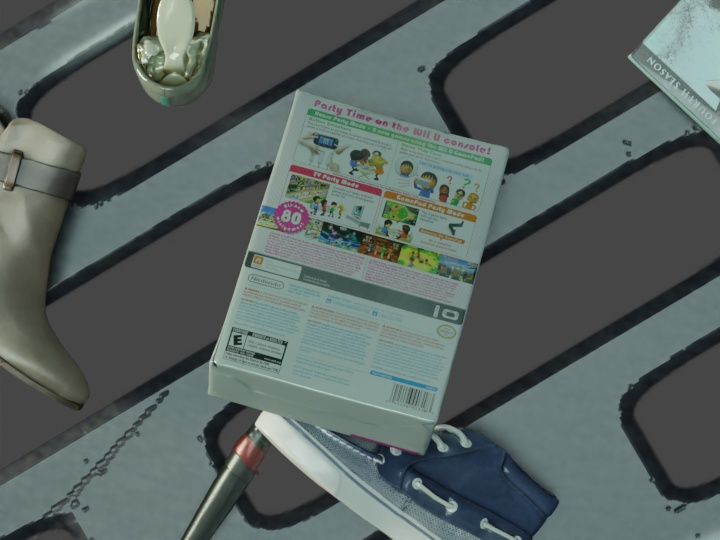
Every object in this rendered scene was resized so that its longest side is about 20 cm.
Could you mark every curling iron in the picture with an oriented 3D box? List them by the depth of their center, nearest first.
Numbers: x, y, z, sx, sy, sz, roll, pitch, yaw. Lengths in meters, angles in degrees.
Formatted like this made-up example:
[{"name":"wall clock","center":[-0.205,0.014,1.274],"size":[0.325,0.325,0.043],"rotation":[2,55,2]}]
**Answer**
[{"name":"curling iron","center":[-0.075,0.119,1.633],"size":[0.025,0.050,0.201],"rotation":[24,98,-21]}]

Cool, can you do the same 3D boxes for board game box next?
[{"name":"board game box","center":[0.000,0.000,1.577],"size":[0.147,0.064,0.201],"rotation":[16,66,3]}]

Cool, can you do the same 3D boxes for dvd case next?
[{"name":"dvd case","center":[0.295,-0.165,1.625],"size":[0.146,0.022,0.200],"rotation":[43,92,2]}]

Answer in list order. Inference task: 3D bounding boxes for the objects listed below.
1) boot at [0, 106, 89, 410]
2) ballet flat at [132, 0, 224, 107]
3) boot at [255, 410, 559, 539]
[{"name":"boot","center":[-0.226,-0.023,1.624],"size":[0.199,0.070,0.147],"rotation":[35,89,2]},{"name":"ballet flat","center":[-0.112,-0.208,1.620],"size":[0.067,0.064,0.201],"rotation":[6,90,2]},{"name":"boot","center":[0.031,0.126,1.607],"size":[0.200,0.073,0.091],"rotation":[38,85,-16]}]
